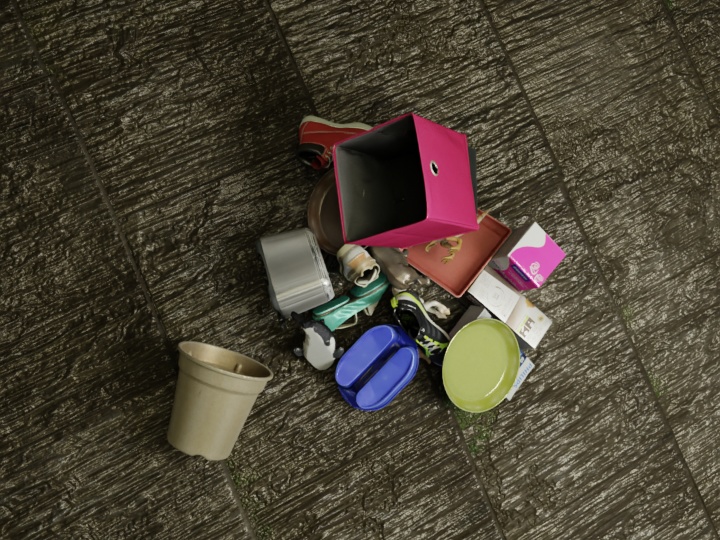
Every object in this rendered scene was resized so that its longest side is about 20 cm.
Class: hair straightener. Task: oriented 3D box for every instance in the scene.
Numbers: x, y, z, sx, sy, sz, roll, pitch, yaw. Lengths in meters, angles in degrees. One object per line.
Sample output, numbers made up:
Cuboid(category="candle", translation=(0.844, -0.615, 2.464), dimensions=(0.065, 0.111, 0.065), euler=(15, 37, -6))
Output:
Cuboid(category="hair straightener", translation=(-0.068, 0.009, 1.549), dimensions=(0.076, 0.041, 0.201), euler=(33, 72, 9))

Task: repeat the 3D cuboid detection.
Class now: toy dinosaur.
Cuboid(category="toy dinosaur", translation=(0.197, -0.080, 1.540), dimensions=(0.196, 0.061, 0.108), euler=(-13, 60, 6))

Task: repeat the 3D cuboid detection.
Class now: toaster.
Cuboid(category="toaster", translation=(-0.133, 0.008, 1.469), dimensions=(0.127, 0.114, 0.203), euler=(-18, 66, -1))

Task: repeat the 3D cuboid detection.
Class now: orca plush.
Cuboid(category="orca plush", translation=(-0.096, 0.131, 1.473), dimensions=(0.103, 0.201, 0.072), euler=(-13, 53, 18))

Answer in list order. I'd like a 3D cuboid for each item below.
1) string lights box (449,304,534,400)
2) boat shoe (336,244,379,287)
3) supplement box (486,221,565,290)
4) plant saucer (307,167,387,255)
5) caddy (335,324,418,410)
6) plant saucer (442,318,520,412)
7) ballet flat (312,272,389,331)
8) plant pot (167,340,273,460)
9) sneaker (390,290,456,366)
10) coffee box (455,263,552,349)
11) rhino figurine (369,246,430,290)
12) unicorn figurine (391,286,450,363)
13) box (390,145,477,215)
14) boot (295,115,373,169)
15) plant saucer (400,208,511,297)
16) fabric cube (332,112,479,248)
Cuboid(category="string lights box", translation=(0.289, 0.184, 1.577), dimensions=(0.103, 0.059, 0.200), euler=(-49, 113, -13))
Cuboid(category="boat shoe", translation=(0.000, 0.000, 1.465), dimensions=(0.074, 0.200, 0.069), euler=(-40, 74, 1))
Cuboid(category="supplement box", translation=(0.347, -0.025, 1.566), dimensions=(0.101, 0.200, 0.104), euler=(44, 77, -5))
Cuboid(category="plant saucer", translation=(-0.024, -0.130, 1.529), dimensions=(0.197, 0.032, 0.205), euler=(-6, 79, 29))
Cuboid(category="caddy", translation=(0.035, 0.208, 1.520), dimensions=(0.200, 0.105, 0.141), euler=(-45, 80, -1))
Cuboid(category="plant saucer", translation=(0.252, 0.199, 1.512), dimensions=(0.196, 0.031, 0.205), euler=(-4, 100, -24))
Cuboid(category="ballet flat", translation=(-0.012, 0.077, 1.551), dimensions=(0.198, 0.067, 0.071), euler=(-28, 115, -14))
Cuboid(category="plant pot", translation=(-0.296, 0.263, 1.408), dimensions=(0.197, 0.200, 0.187), euler=(20, 92, -10))
Cuboid(category="sneaker", translation=(0.124, 0.136, 1.493), dimensions=(0.071, 0.083, 0.201), euler=(-35, 100, 30))
Cuboid(category="coffee box", translation=(0.315, 0.083, 1.592), dimensions=(0.199, 0.114, 0.080), euler=(40, 77, -7))
Cuboid(category="rhino figurine", translation=(0.062, -0.030, 1.536), dimensions=(0.087, 0.060, 0.201), euler=(5, 38, -46))
Cuboid(category="unicorn figurine", translation=(0.126, 0.099, 1.563), dimensions=(0.134, 0.074, 0.204), euler=(11, 89, 4))
Cuboid(category="box", translation=(0.136, -0.185, 1.521), dimensions=(0.123, 0.197, 0.152), euler=(7, 82, -52))
Cuboid(category="boot", translation=(-0.040, -0.258, 1.531), dimensions=(0.196, 0.073, 0.146), euler=(8, 43, -6))
Cuboid(category="plant saucer", translation=(0.203, -0.060, 1.582), dimensions=(0.199, 0.037, 0.200), euler=(36, 76, 25))
Cuboid(category="fabric cube", translation=(0.089, -0.159, 1.355), dimensions=(0.198, 0.197, 0.201), euler=(4, 76, -52))
